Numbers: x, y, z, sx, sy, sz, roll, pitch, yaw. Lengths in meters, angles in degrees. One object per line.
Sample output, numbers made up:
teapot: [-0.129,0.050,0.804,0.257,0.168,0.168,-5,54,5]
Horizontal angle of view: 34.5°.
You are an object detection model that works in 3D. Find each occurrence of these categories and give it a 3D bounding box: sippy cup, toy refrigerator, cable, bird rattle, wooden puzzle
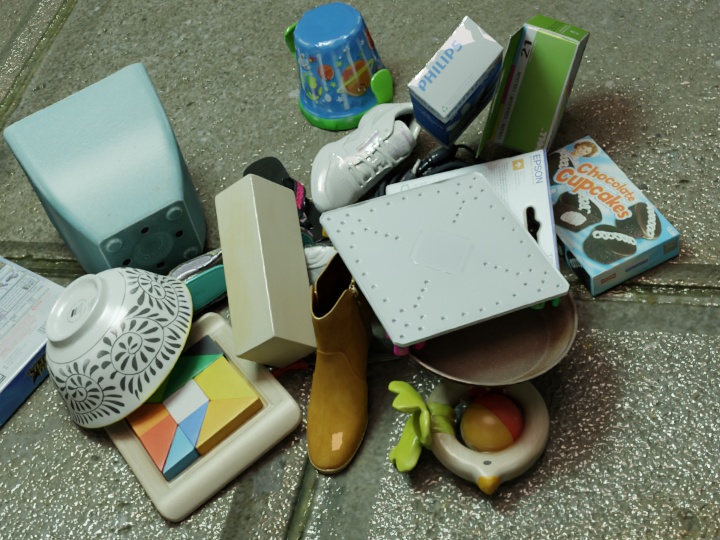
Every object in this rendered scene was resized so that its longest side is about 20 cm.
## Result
sippy cup: [-0.032,-0.285,1.577,0.175,0.131,0.141,1,48,18]
toy refrigerator: [-0.109,0.002,1.312,0.069,0.075,0.203,-27,61,33]
cable: [0.092,-0.072,1.405,0.160,0.051,0.202,-16,47,2]
bird rattle: [0.121,0.145,1.196,0.199,0.114,0.163,-33,59,-32]
wooden puzzle: [-0.186,0.152,1.285,0.184,0.037,0.200,-37,50,-12]

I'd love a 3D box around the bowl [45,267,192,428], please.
bowl: [-0.294,0.067,1.314,0.199,0.094,0.203,-26,42,26]

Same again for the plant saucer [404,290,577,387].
plant saucer: [0.121,0.050,1.182,0.196,0.037,0.202,1,45,-1]

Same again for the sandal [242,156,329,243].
sandal: [-0.102,-0.092,1.482,0.074,0.045,0.201,-28,47,-10]

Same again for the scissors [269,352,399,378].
scissors: [-0.057,0.107,1.315,0.197,0.014,0.074,11,52,22]

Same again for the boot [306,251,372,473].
boot: [-0.031,0.094,1.220,0.070,0.145,0.204,3,57,16]

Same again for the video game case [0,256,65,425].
video game case: [-0.453,0.087,1.423,0.179,0.046,0.201,22,58,29]

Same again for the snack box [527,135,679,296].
snack box: [0.270,-0.068,1.358,0.115,0.037,0.201,-25,47,-7]

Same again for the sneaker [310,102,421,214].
sneaker: [0.011,-0.149,1.462,0.099,0.075,0.201,-4,41,53]

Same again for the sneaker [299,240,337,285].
sneaker: [0.000,0.000,1.316,0.073,0.081,0.198,-10,1,-41]

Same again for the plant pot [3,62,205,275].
plant pot: [-0.295,-0.093,1.449,0.194,0.198,0.201,-29,57,-11]

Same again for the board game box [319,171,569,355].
board game box: [0.083,-0.012,1.199,0.197,0.026,0.201,-16,48,-19]

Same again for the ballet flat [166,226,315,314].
ballet flat: [-0.153,-0.010,1.413,0.198,0.073,0.072,-24,47,-8]

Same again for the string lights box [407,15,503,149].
string lights box: [0.112,-0.214,1.351,0.059,0.200,0.103,41,91,7]

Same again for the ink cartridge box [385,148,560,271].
ink cartridge box: [0.128,-0.025,1.311,0.197,0.043,0.199,-11,60,18]

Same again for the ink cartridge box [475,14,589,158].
ink cartridge box: [0.204,-0.209,1.367,0.075,0.150,0.200,19,23,10]
